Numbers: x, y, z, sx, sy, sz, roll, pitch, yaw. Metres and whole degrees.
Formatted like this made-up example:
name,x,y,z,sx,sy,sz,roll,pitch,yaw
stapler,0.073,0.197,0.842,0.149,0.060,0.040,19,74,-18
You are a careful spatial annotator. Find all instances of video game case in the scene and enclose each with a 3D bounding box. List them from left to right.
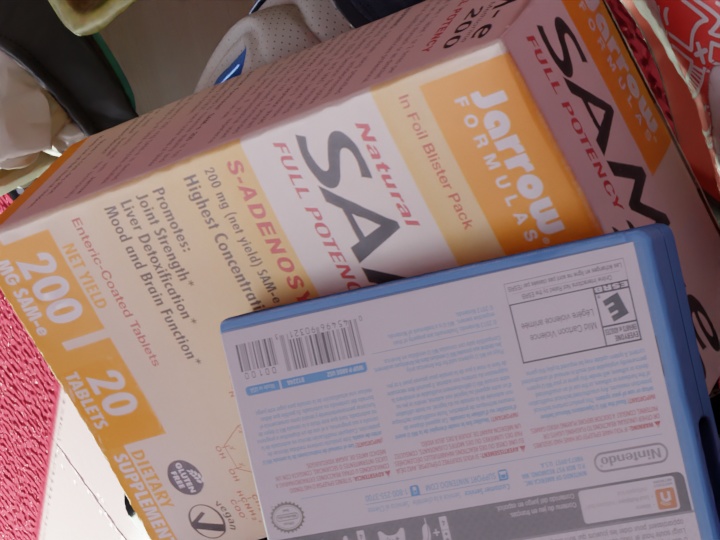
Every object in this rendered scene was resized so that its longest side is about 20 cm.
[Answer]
name,x,y,z,sx,sy,sz,roll,pitch,yaw
video game case,0.043,0.098,0.772,0.143,0.018,0.200,-13,90,32

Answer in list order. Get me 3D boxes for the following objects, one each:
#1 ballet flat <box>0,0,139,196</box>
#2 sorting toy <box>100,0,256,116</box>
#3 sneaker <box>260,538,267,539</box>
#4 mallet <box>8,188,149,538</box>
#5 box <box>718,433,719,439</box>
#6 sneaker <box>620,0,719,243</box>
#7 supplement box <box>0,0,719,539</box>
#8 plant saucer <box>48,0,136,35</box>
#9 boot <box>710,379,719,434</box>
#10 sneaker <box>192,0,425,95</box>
name,x,y,z,sx,sy,sz,roll,pitch,yaw
ballet flat,-0.097,-0.031,0.970,0.200,0.068,0.068,51,145,5
sorting toy,-0.092,-0.083,1.115,0.180,0.107,0.200,-139,34,-72
sneaker,0.017,0.099,0.982,0.200,0.070,0.090,16,137,38
mallet,-0.101,0.013,1.111,0.066,0.041,0.200,-26,91,54
box,0.161,0.051,0.771,0.039,0.137,0.200,61,152,-5
sneaker,0.119,-0.086,0.791,0.108,0.067,0.201,0,119,58
supplement box,0.000,0.000,0.838,0.200,0.074,0.126,-20,108,32
plant saucer,-0.056,-0.206,0.856,0.200,0.048,0.200,-38,76,19
boot,0.139,0.148,0.970,0.200,0.069,0.174,57,152,12
sneaker,-0.016,-0.040,0.965,0.081,0.146,0.200,52,151,16
